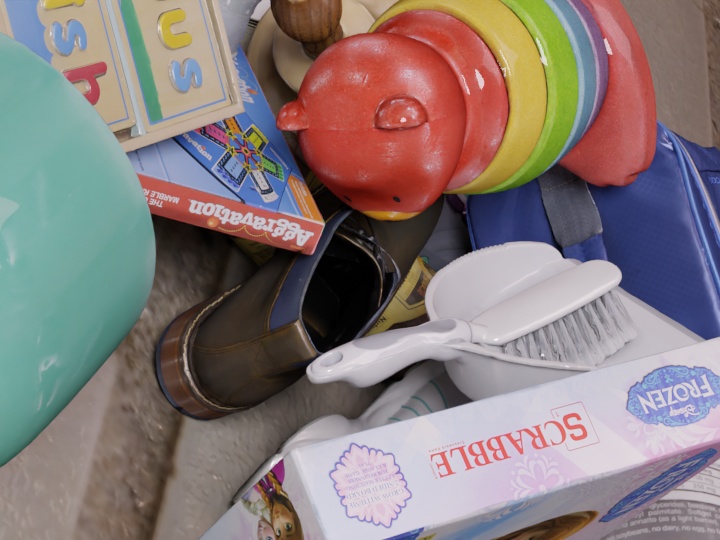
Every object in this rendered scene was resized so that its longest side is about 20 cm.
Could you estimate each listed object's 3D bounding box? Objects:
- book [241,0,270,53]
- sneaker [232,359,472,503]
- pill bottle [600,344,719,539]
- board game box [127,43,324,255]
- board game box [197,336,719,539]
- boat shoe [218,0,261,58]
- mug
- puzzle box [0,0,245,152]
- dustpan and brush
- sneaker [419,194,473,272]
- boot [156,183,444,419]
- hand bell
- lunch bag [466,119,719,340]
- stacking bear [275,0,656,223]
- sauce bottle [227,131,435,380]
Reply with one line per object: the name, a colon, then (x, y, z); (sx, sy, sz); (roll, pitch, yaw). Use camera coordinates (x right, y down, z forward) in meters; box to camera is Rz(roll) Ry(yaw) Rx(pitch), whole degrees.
book: (-0.091, -0.181, 1.128); (0.199, 0.048, 0.134); (13, 49, -49)
sneaker: (0.020, 0.098, 0.968); (0.080, 0.070, 0.200); (48, 36, 10)
pill bottle: (0.130, 0.134, 0.903); (0.111, 0.110, 0.201); (36, 34, -33)
board game box: (-0.086, -0.074, 0.939); (0.102, 0.020, 0.200); (14, 25, -22)
board game box: (0.023, 0.102, 0.771); (0.198, 0.200, 0.041); (-12, 69, -33)
boat shoe: (-0.086, -0.177, 1.006); (0.070, 0.072, 0.201); (23, 31, -35)
mug: (-0.177, 0.003, 0.704); (0.115, 0.184, 0.153); (-53, 127, -45)
puzzle box: (-0.119, -0.145, 0.819); (0.133, 0.025, 0.201); (-26, 105, -51)
dustpan and brush: (0.061, 0.030, 0.896); (0.199, 0.058, 0.139); (-23, 36, -28)
sneaker: (0.036, -0.003, 1.112); (0.200, 0.074, 0.088); (38, 37, -32)
boot: (0.000, 0.000, 0.948); (0.200, 0.097, 0.075); (-44, 106, -37)
hand bell: (-0.021, -0.115, 0.973); (0.105, 0.104, 0.200); (60, 3, 7)
lunch bag: (0.143, 0.026, 1.071); (0.132, 0.135, 0.201); (12, 59, -61)
stacking bear: (0.043, -0.079, 0.930); (0.200, 0.121, 0.115); (-24, 117, -55)
sauce bottle: (0.006, 0.011, 1.055); (0.200, 0.065, 0.065); (44, 30, -23)
